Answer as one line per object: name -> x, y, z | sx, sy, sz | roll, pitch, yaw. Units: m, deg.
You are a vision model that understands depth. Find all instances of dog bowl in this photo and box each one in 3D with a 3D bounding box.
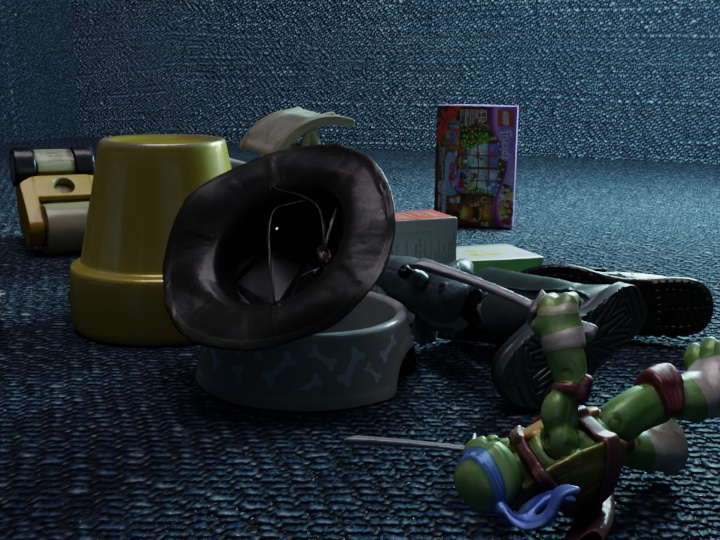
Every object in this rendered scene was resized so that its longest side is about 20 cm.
dog bowl -> -0.046, 0.061, 0.816 | 0.197, 0.060, 0.200 | 0, 12, 0

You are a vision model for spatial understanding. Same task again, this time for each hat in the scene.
hat -> -0.057, -0.007, 0.752 | 0.198, 0.203, 0.081 | 6, -27, 24

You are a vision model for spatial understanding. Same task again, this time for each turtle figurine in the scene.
turtle figurine -> 0.118, 0.072, 0.572 | 0.191, 0.146, 0.200 | -2, 15, -28

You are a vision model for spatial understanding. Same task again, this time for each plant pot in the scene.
plant pot -> -0.200, -0.041, 0.967 | 0.197, 0.192, 0.201 | 1, 12, 0

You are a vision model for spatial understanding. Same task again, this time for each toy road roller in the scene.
toy road roller -> -0.451, -0.084, 1.399 | 0.121, 0.147, 0.201 | -6, 51, -30

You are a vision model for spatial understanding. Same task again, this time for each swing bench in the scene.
swing bench -> -0.100, -0.135, 1.373 | 0.128, 0.203, 0.199 | -4, 12, -20

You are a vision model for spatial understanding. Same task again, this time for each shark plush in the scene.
shark plush -> 0.058, 0.025, 0.813 | 0.083, 0.091, 0.200 | 34, 7, -13

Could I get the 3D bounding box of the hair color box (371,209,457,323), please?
hair color box -> 0.000, 0.000, 0.971 | 0.197, 0.113, 0.064 | -5, 12, -25

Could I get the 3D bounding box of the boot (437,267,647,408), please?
boot -> 0.126, 0.052, 0.832 | 0.163, 0.067, 0.199 | -23, 18, -28

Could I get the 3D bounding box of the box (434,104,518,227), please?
box -> 0.194, -0.176, 1.574 | 0.135, 0.203, 0.039 | 3, 10, 12

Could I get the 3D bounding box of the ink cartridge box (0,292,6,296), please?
ink cartridge box -> -0.420, 0.059, 0.865 | 0.158, 0.048, 0.200 | -3, 7, -14

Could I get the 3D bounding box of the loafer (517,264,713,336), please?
loafer -> 0.248, 0.036, 0.943 | 0.197, 0.074, 0.071 | 6, 1, 14

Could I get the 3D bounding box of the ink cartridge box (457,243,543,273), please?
ink cartridge box -> 0.151, 0.008, 1.095 | 0.143, 0.049, 0.200 | -3, 10, -18

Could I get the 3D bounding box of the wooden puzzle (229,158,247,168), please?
wooden puzzle -> -0.255, -0.104, 1.298 | 0.183, 0.047, 0.199 | 11, -25, -35
